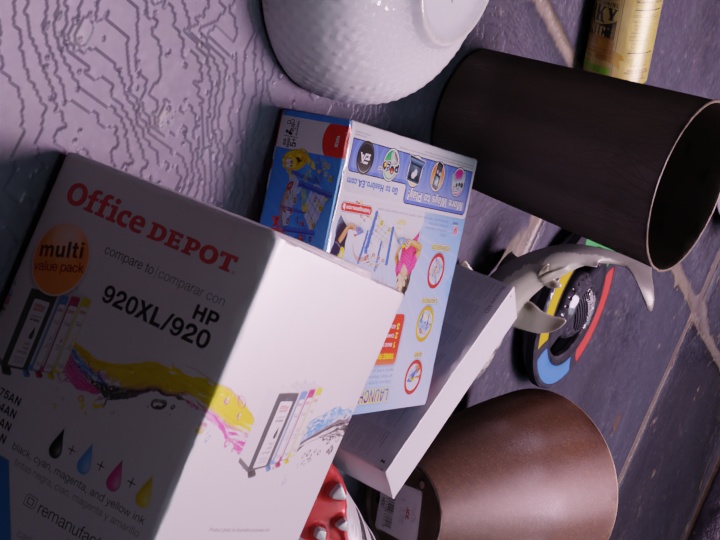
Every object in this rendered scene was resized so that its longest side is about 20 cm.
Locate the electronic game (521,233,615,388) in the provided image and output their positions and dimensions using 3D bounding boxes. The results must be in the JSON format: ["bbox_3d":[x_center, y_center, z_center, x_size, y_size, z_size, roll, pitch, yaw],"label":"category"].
[{"bbox_3d":[0.238,0.038,1.303,0.200,0.042,0.200,-39,140,-42],"label":"electronic game"}]

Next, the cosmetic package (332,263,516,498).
[{"bbox_3d":[0.045,0.084,0.958,0.200,0.083,0.051,-51,147,-27],"label":"cosmetic package"}]

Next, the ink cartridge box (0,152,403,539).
[{"bbox_3d":[-0.101,0.063,0.622,0.145,0.147,0.200,24,88,-62],"label":"ink cartridge box"}]

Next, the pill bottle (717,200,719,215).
[{"bbox_3d":[0.615,-0.099,1.782,0.200,0.114,0.114,2,108,-60],"label":"pill bottle"}]

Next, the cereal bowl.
[{"bbox_3d":[0.029,-0.197,0.732,0.200,0.083,0.200,-38,140,-41],"label":"cereal bowl"}]

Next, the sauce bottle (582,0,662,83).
[{"bbox_3d":[0.254,-0.260,1.097,0.065,0.065,0.200,-31,133,-48],"label":"sauce bottle"}]

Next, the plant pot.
[{"bbox_3d":[0.104,0.210,1.079,0.200,0.187,0.187,0,110,-45],"label":"plant pot"}]

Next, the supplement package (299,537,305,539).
[{"bbox_3d":[-0.120,0.264,0.726,0.152,0.151,0.200,-18,125,-56],"label":"supplement package"}]

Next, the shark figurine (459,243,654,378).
[{"bbox_3d":[0.171,0.002,1.103,0.128,0.214,0.090,59,11,-23],"label":"shark figurine"}]

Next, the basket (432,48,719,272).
[{"bbox_3d":[0.171,-0.096,0.923,0.180,0.200,0.136,0,110,-59],"label":"basket"}]

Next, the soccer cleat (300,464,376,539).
[{"bbox_3d":[-0.027,0.208,0.920,0.069,0.085,0.200,-36,111,-9],"label":"soccer cleat"}]

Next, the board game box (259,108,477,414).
[{"bbox_3d":[0.000,0.000,0.823,0.200,0.056,0.196,6,97,-61],"label":"board game box"}]
